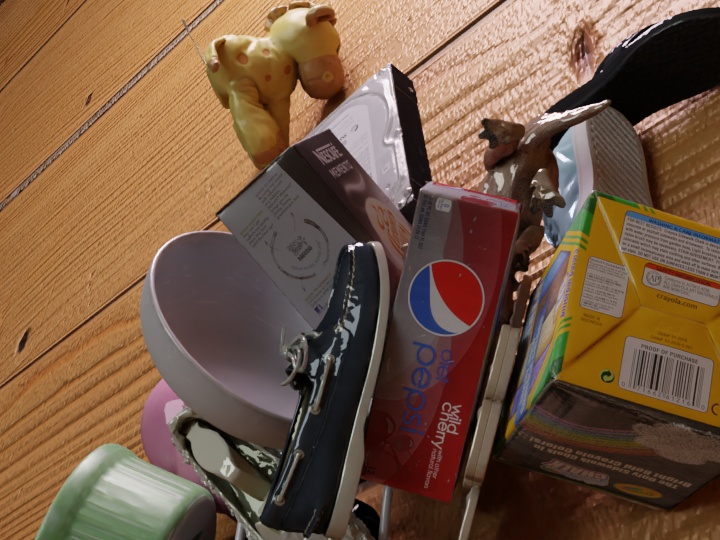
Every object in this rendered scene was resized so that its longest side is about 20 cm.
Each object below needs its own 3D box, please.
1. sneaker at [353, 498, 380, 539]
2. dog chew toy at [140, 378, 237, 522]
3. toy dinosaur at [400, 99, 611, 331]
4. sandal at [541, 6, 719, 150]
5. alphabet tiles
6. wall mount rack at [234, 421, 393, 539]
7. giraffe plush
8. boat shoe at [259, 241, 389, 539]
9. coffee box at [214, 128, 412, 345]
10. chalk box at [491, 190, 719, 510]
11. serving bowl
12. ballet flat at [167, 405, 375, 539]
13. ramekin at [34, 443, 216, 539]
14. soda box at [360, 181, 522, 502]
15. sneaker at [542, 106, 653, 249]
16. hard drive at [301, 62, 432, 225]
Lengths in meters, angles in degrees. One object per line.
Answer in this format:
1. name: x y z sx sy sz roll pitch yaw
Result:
1. sneaker: -0.024 0.193 1.022 0.099 0.071 0.201 -28 41 30
2. dog chew toy: -0.122 0.165 1.141 0.125 0.124 0.200 -58 38 0
3. toy dinosaur: 0.110 -0.052 0.907 0.201 0.086 0.135 -62 -12 18
4. sandal: 0.215 -0.155 0.964 0.200 0.075 0.048 -31 43 40
5. alphabet tiles: 0.086 0.107 0.852 0.200 0.015 0.196 79 -154 -73
6. wall mount rack: -0.020 0.155 0.948 0.199 0.075 0.174 -1 29 22
7. giraffe plush: -0.090 -0.236 1.439 0.162 0.200 0.173 -27 28 -4
8. boat shoe: -0.024 0.073 0.816 0.075 0.062 0.201 141 140 -76
9. coffee box: 0.000 0.000 0.922 0.080 0.200 0.114 -40 2 17
10. chalk box: 0.161 0.063 0.764 0.200 0.124 0.124 107 180 -66
11. serving bowl: -0.080 0.061 0.927 0.066 0.199 0.200 -54 29 29
12. ballet flat: -0.071 0.163 0.891 0.200 0.072 0.072 36 94 29
13. ramekin: -0.198 0.255 1.036 0.200 0.097 0.201 17 -90 -79
14. soda box: 0.053 0.046 0.829 0.063 0.070 0.201 -46 -31 -77
15. sneaker: 0.174 -0.027 0.931 0.082 0.074 0.201 129 157 -49
16. hard drive: -0.004 -0.075 1.067 0.140 0.038 0.200 -39 35 26
